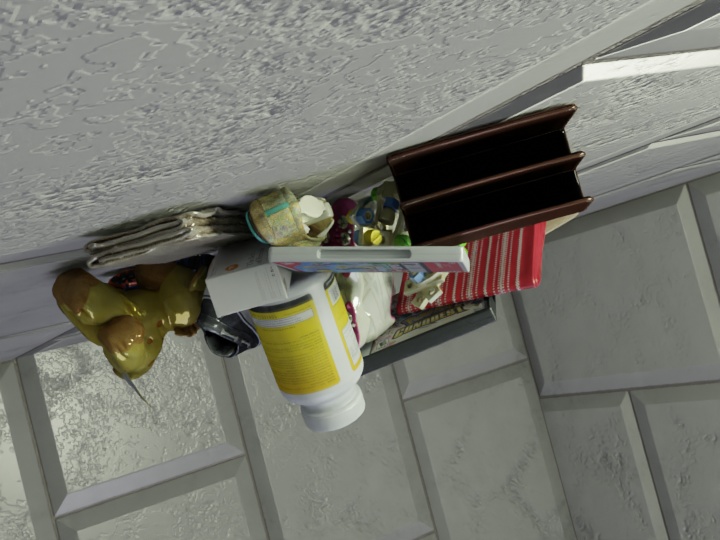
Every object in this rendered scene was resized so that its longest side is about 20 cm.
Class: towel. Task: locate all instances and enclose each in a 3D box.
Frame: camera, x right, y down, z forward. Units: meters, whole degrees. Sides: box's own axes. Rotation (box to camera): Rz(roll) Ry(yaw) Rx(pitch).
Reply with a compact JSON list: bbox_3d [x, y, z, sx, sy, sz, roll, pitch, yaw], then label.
[{"bbox_3d":[0.148,-0.011,1.243,0.199,0.023,0.145,-13,-140,26],"label":"towel"},{"bbox_3d":[-0.198,-0.035,1.010,0.132,0.035,0.200,-15,179,12],"label":"towel"}]

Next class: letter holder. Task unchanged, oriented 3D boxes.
[{"bbox_3d":[0.137,-0.093,0.983,0.199,0.101,0.142,-15,175,5],"label":"letter holder"}]

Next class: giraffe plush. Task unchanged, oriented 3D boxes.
[{"bbox_3d":[-0.268,0.047,1.188,0.162,0.200,0.172,-42,-156,-20],"label":"giraffe plush"}]

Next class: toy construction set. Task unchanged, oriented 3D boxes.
[{"bbox_3d":[0.069,-0.038,1.143,0.092,0.132,0.200,9,154,36],"label":"toy construction set"}]

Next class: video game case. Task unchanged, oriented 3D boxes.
[{"bbox_3d":[0.089,0.059,1.270,0.199,0.026,0.181,-24,-163,15],"label":"video game case"},{"bbox_3d":[0.015,-0.011,1.003,0.199,0.018,0.143,0,176,9],"label":"video game case"}]

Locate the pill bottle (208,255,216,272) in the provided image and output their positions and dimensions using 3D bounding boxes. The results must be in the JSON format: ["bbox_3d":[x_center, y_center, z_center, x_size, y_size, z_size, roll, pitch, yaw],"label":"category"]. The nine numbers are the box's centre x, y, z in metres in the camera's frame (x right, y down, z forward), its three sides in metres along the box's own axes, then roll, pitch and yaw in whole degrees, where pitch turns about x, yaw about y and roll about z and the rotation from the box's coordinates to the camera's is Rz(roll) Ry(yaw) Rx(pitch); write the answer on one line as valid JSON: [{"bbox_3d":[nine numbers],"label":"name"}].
[{"bbox_3d":[-0.130,0.016,1.277,0.112,0.113,0.200,-13,-173,-26],"label":"pill bottle"}]

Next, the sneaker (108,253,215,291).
[{"bbox_3d":[-0.279,0.016,1.366,0.199,0.076,0.078,-4,-178,-28],"label":"sneaker"}]

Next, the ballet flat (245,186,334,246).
[{"bbox_3d":[-0.064,-0.057,1.024,0.070,0.071,0.200,-15,177,12],"label":"ballet flat"}]

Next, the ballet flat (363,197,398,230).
[{"bbox_3d":[0.034,-0.066,1.319,0.071,0.072,0.200,-14,176,-8],"label":"ballet flat"}]

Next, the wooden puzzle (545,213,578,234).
[{"bbox_3d":[0.213,-0.082,1.347,0.184,0.037,0.200,-30,-161,11],"label":"wooden puzzle"}]

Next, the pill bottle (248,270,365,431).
[{"bbox_3d":[-0.061,0.093,1.146,0.111,0.201,0.112,-16,-159,6],"label":"pill bottle"}]

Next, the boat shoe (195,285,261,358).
[{"bbox_3d":[-0.168,0.079,1.191,0.071,0.068,0.200,20,164,7],"label":"boat shoe"}]

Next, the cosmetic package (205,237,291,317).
[{"bbox_3d":[-0.125,-0.011,1.093,0.082,0.051,0.200,-17,-162,4],"label":"cosmetic package"}]

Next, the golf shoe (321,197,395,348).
[{"bbox_3d":[0.000,0.000,1.212,0.091,0.201,0.075,-16,-157,-35],"label":"golf shoe"}]
